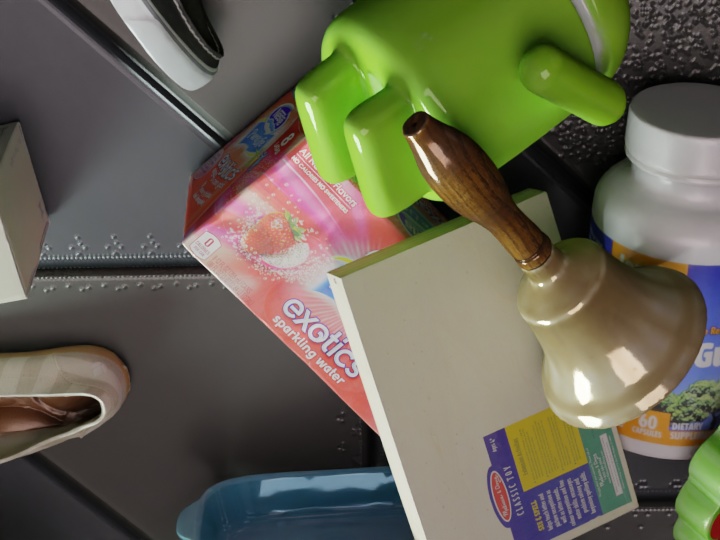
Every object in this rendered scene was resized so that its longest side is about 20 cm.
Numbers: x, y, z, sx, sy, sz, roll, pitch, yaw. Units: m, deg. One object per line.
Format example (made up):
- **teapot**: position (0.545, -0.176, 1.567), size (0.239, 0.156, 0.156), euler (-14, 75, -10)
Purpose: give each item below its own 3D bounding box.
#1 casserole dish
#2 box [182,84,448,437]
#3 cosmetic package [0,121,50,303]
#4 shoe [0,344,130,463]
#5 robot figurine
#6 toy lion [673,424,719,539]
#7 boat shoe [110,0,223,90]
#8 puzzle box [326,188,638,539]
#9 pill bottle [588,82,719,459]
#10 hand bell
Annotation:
- **casserole dish**: position (-0.013, 0.164, 1.271), size (0.199, 0.121, 0.039), euler (-3, 109, 1)
- **box**: position (0.000, 0.000, 1.202), size (0.103, 0.095, 0.200), euler (-38, 112, 16)
- **cosmetic package**: position (-0.290, -0.018, 1.188), size (0.199, 0.104, 0.073), euler (-12, 117, 5)
- **shoe**: position (-0.243, 0.087, 1.270), size (0.199, 0.053, 0.070), euler (-10, 117, 5)
- **robot figurine**: position (0.061, -0.117, 1.098), size (0.200, 0.175, 0.116), euler (-36, 135, -19)
- **toy lion**: position (0.271, 0.092, 1.211), size (0.191, 0.069, 0.201), euler (-4, 125, -43)
- **boat shoe**: position (-0.123, -0.191, 1.118), size (0.056, 0.069, 0.200), euler (-26, 113, 12)
- **puzzle box**: position (0.071, 0.070, 1.159), size (0.133, 0.025, 0.201), euler (-22, 105, -17)
- **pill bottle**: position (0.186, -0.001, 1.193), size (0.111, 0.112, 0.201), euler (2, 118, -1)
- **hand bell**: position (0.084, -0.014, 1.058), size (0.104, 0.104, 0.200), euler (-35, 126, 17)
